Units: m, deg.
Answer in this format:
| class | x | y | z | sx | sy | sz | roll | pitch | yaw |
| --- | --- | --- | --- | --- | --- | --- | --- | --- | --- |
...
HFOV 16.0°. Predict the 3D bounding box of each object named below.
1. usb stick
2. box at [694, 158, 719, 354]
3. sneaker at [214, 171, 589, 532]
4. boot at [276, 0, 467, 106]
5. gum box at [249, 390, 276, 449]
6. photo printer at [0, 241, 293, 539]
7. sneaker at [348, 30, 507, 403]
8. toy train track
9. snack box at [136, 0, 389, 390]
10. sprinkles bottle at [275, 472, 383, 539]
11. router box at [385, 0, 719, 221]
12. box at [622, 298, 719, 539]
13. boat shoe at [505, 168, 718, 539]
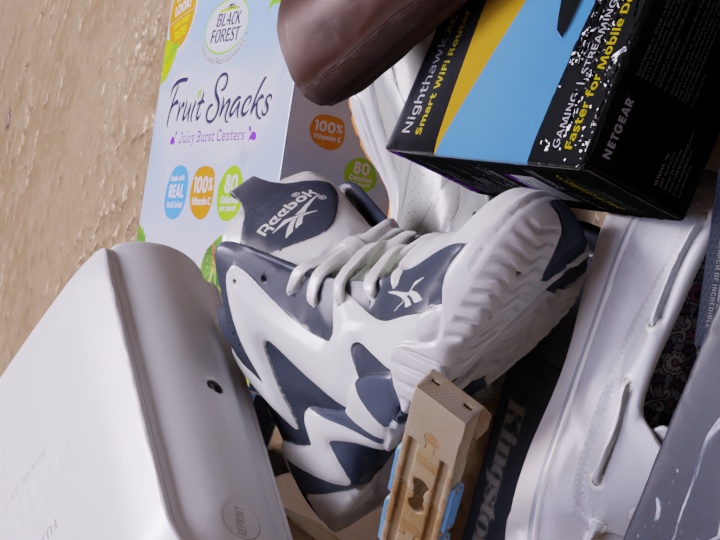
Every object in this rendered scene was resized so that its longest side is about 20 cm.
| class | x | y | z | sx | sy | sz | roll | pitch | yaw |
| --- | --- | --- | --- | --- | --- | --- | --- | --- | --- |
| usb stick | 0.067 | 0.078 | 0.993 | 0.055 | 0.033 | 0.200 | 30 | 109 | 54 |
| box | 0.179 | -0.062 | 0.799 | 0.158 | 0.051 | 0.200 | 7 | 90 | 61 |
| sneaker | 0.000 | 0.000 | 0.968 | 0.130 | 0.079 | 0.199 | 52 | 150 | 15 |
| boot | 0.039 | -0.172 | 0.969 | 0.200 | 0.064 | 0.187 | -38 | 32 | 53 |
| gum box | -0.097 | 0.142 | 1.180 | 0.200 | 0.044 | 0.170 | 142 | 148 | -77 |
| photo printer | -0.100 | 0.111 | 1.021 | 0.166 | 0.069 | 0.200 | -52 | 36 | 29 |
| sneaker | 0.047 | -0.040 | 1.044 | 0.092 | 0.076 | 0.200 | 0 | 89 | 55 |
| toy train track | 0.026 | 0.097 | 0.946 | 0.115 | 0.033 | 0.200 | 37 | 147 | 19 |
| snack box | -0.045 | -0.043 | 1.214 | 0.169 | 0.068 | 0.200 | 1 | 81 | 64 |
| sprinkles bottle | -0.048 | 0.186 | 1.147 | 0.200 | 0.068 | 0.068 | -66 | 31 | 28 |
| router box | 0.097 | -0.121 | 0.928 | 0.149 | 0.051 | 0.200 | 10 | 76 | 64 |
| box | 0.167 | 0.110 | 0.658 | 0.200 | 0.104 | 0.182 | 37 | 117 | 42 |
| boat shoe | 0.107 | 0.063 | 0.893 | 0.068 | 0.072 | 0.200 | 12 | 83 | 66 |
